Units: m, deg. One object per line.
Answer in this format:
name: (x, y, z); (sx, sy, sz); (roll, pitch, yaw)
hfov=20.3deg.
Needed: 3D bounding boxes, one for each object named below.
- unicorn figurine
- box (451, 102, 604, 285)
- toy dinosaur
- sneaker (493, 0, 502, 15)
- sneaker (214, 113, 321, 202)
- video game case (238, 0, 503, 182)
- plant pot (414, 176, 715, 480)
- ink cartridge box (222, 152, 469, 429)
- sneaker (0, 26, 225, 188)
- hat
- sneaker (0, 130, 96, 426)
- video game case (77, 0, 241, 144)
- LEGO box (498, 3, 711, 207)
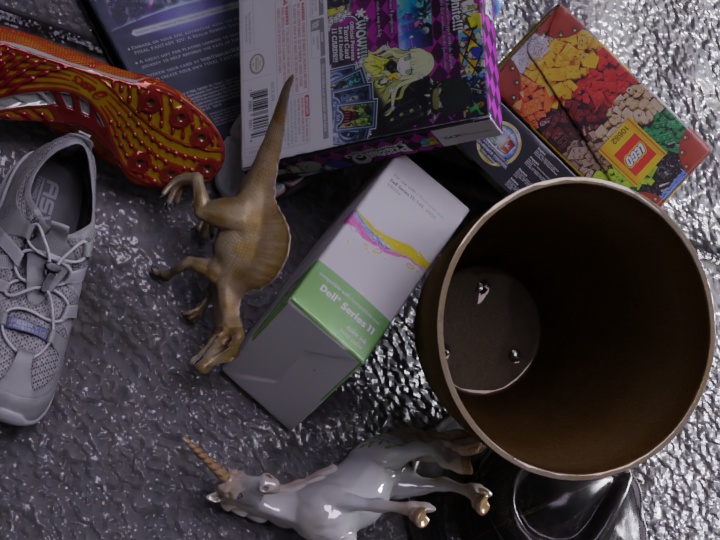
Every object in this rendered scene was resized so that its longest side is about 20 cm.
unicorn figurine: (-0.005, 0.144, 1.307); (0.199, 0.136, 0.075); (-8, 108, -56)
box: (0.119, -0.070, 1.459); (0.200, 0.160, 0.044); (44, 93, -3)
toy dinosaur: (-0.081, -0.031, 1.335); (0.058, 0.101, 0.202); (15, 89, -50)
sneaker: (0.134, -0.269, 1.619); (0.089, 0.079, 0.201); (32, 53, -9)
sneaker: (-0.017, -0.104, 1.434); (0.200, 0.082, 0.077); (-43, 62, -11)
video game case: (0.003, -0.170, 1.377); (0.036, 0.180, 0.202); (43, 40, -60)
plant pot: (0.109, 0.041, 1.339); (0.185, 0.200, 0.188); (1, 87, -15)
ink cartridge box: (0.000, 0.000, 1.367); (0.067, 0.117, 0.200); (39, 52, -5)
sneaker: (-0.179, -0.117, 1.350); (0.199, 0.073, 0.077); (26, 16, -21)
hat: (0.133, 0.158, 1.386); (0.199, 0.081, 0.202); (15, 57, -23)
sneaker: (-0.208, -0.001, 1.265); (0.074, 0.082, 0.202); (16, 58, -23)
video game case: (-0.127, -0.181, 1.453); (0.142, 0.019, 0.201); (-21, 76, -37)
LEGO box: (0.165, -0.111, 1.476); (0.149, 0.200, 0.077); (43, 93, -2)
